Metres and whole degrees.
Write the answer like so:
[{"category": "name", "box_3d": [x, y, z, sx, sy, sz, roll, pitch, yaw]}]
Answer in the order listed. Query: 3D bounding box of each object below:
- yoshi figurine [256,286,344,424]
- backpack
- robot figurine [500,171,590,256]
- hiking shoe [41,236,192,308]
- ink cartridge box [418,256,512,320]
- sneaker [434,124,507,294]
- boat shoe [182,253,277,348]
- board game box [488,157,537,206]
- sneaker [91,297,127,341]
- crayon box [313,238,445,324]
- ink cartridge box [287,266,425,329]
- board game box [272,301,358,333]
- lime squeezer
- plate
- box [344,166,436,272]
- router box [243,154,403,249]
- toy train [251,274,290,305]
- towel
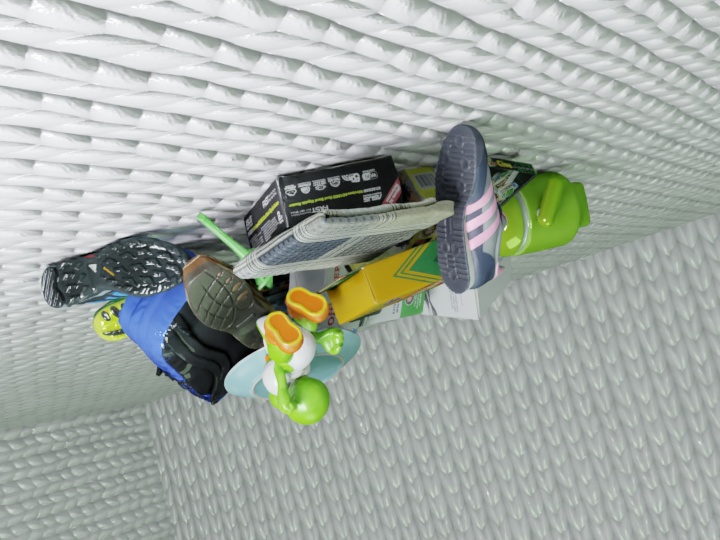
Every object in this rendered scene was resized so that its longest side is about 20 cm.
[{"category": "yoshi figurine", "box_3d": [-0.072, 0.122, 1.491, 0.111, 0.113, 0.201, -3, 142, -9]}, {"category": "backpack", "box_3d": [-0.240, 0.067, 1.614, 0.167, 0.164, 0.200, 26, 167, 27]}, {"category": "robot figurine", "box_3d": [0.253, -0.085, 1.810, 0.198, 0.117, 0.175, -12, -176, -26]}, {"category": "hiking shoe", "box_3d": [-0.296, -0.001, 1.482, 0.197, 0.075, 0.087, -7, -178, 14]}, {"category": "ink cartridge box", "box_3d": [0.126, 0.002, 1.896, 0.198, 0.085, 0.144, 4, -151, 31]}, {"category": "sneaker", "box_3d": [0.136, -0.077, 1.401, 0.081, 0.203, 0.070, -15, -153, -34]}, {"category": "boat shoe", "box_3d": [-0.168, 0.031, 1.489, 0.075, 0.074, 0.200, -35, 147, 2]}, {"category": "board game box", "box_3d": [0.146, -0.087, 1.661, 0.104, 0.024, 0.200, 1, 146, -43]}, {"category": "sneaker", "box_3d": [-0.320, 0.048, 1.826, 0.198, 0.075, 0.083, -16, -162, -25]}, {"category": "crayon box", "box_3d": [0.043, 0.011, 1.475, 0.198, 0.051, 0.127, -20, 175, -25]}, {"category": "ink cartridge box", "box_3d": [0.000, 0.000, 1.728, 0.198, 0.148, 0.083, -11, -154, -37]}, {"category": "board game box", "box_3d": [-0.078, 0.083, 1.794, 0.149, 0.037, 0.200, -4, -165, 11]}, {"category": "lime squeezer", "box_3d": [-0.135, -0.003, 1.477, 0.070, 0.038, 0.200, 14, 161, 28]}, {"category": "plate", "box_3d": [-0.089, 0.137, 1.635, 0.198, 0.026, 0.201, -19, 156, -8]}, {"category": "box", "box_3d": [0.050, -0.043, 1.579, 0.050, 0.076, 0.201, -12, 147, -36]}, {"category": "router box", "box_3d": [-0.049, -0.073, 1.457, 0.148, 0.063, 0.200, -12, 172, -19]}, {"category": "toy train", "box_3d": [-0.082, -0.008, 1.831, 0.198, 0.086, 0.114, -14, 163, -18]}, {"category": "towel", "box_3d": [-0.019, -0.042, 1.362, 0.198, 0.035, 0.192, -7, 166, -38]}]
